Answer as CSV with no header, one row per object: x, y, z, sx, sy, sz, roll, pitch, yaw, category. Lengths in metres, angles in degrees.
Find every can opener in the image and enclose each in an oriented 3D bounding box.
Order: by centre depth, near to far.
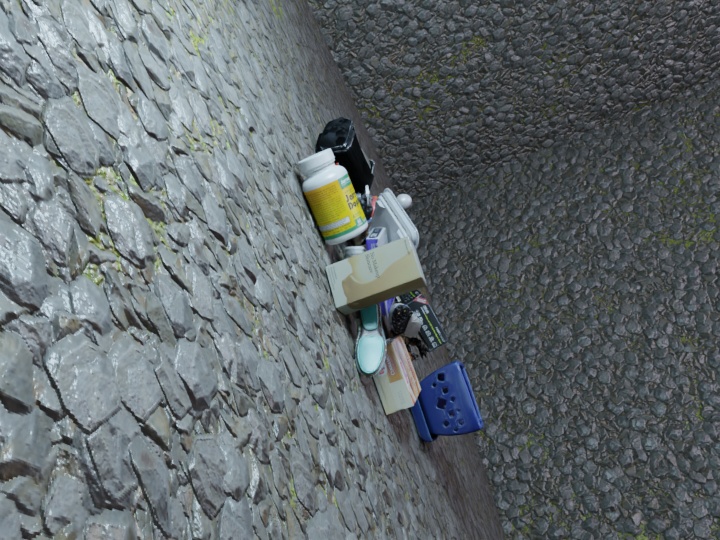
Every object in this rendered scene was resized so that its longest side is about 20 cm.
0.000,-0.178,1.689,0.200,0.066,0.054,110,-23,-80,can opener

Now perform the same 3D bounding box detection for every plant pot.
0.241,0.387,1.821,0.200,0.178,0.202,33,38,-73,plant pot

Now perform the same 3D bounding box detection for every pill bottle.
-0.068,-0.171,1.447,0.113,0.112,0.202,-77,146,-73,pill bottle

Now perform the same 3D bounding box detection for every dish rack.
0.080,-0.100,1.679,0.201,0.043,0.173,59,-30,33,dish rack

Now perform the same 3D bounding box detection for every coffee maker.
-0.039,-0.319,1.859,0.200,0.133,0.194,56,17,-53,coffee maker

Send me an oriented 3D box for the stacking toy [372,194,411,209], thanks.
0.071,-0.197,2.020,0.146,0.198,0.148,-21,90,-81,stacking toy

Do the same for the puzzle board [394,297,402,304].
0.103,0.083,1.800,0.151,0.017,0.201,64,0,37,puzzle board

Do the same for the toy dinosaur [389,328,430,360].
0.128,0.220,1.826,0.135,0.101,0.202,34,55,-46,toy dinosaur

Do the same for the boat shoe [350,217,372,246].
-0.004,-0.110,1.843,0.200,0.072,0.073,-34,108,-70,boat shoe

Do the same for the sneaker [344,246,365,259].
0.000,0.000,1.652,0.200,0.074,0.090,34,52,-70,sneaker

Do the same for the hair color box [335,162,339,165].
-0.067,-0.198,1.660,0.201,0.063,0.112,-89,158,-62,hair color box

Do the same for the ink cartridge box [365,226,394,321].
0.048,0.006,1.581,0.200,0.043,0.200,-62,145,-74,ink cartridge box

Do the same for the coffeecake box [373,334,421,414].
0.083,0.249,1.535,0.200,0.072,0.155,-1,71,-80,coffeecake box

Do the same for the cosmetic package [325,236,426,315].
0.034,0.012,1.367,0.071,0.198,0.106,45,25,-67,cosmetic package

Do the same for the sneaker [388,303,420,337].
0.099,0.120,1.574,0.072,0.072,0.200,33,-5,23,sneaker

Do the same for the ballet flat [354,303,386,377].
0.022,0.153,1.389,0.074,0.073,0.202,57,29,-51,ballet flat

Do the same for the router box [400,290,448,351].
0.177,0.136,1.795,0.151,0.062,0.200,61,0,-6,router box
